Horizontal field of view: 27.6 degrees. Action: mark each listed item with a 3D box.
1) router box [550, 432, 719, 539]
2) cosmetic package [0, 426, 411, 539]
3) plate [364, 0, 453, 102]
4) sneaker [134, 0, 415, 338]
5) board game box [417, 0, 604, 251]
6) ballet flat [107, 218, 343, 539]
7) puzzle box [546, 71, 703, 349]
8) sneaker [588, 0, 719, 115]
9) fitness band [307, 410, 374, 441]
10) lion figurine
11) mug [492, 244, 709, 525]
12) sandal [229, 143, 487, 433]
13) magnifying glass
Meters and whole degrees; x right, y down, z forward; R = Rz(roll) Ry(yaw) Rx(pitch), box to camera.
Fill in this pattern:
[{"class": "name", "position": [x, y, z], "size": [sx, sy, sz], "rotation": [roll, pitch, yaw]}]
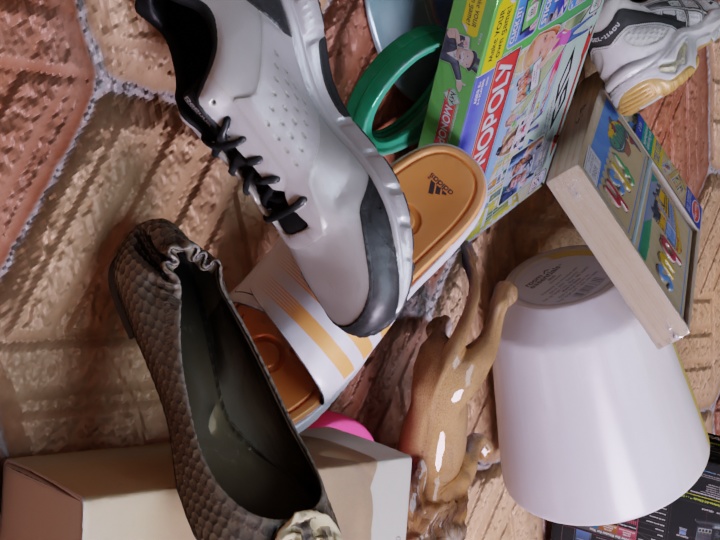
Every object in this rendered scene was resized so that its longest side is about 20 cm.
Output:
[{"class": "router box", "position": [0.247, 0.202, 1.133], "size": [0.062, 0.198, 0.151], "rotation": [-21, 119, -57]}, {"class": "cosmetic package", "position": [-0.071, 0.138, 0.705], "size": [0.199, 0.071, 0.106], "rotation": [-2, 100, -43]}, {"class": "plate", "position": [0.067, -0.196, 0.874], "size": [0.200, 0.025, 0.202], "rotation": [-27, 123, -50]}, {"class": "sneaker", "position": [-0.043, -0.058, 0.679], "size": [0.080, 0.074, 0.201], "rotation": [-23, 87, -40]}, {"class": "board game box", "position": [0.086, -0.105, 0.864], "size": [0.134, 0.029, 0.201], "rotation": [-37, 152, -40]}, {"class": "ballet flat", "position": [-0.056, 0.062, 0.654], "size": [0.067, 0.046, 0.201], "rotation": [-6, 62, -44]}, {"class": "puzzle box", "position": [0.182, -0.048, 0.981], "size": [0.134, 0.025, 0.200], "rotation": [54, 26, -14]}, {"class": "sneaker", "position": [0.207, -0.184, 1.045], "size": [0.088, 0.075, 0.200], "rotation": [55, 29, -8]}, {"class": "fitness band", "position": [-0.047, 0.176, 0.831], "size": [0.144, 0.037, 0.202], "rotation": [38, 71, -55]}, {"class": "lion figurine", "position": [0.049, 0.095, 0.887], "size": [0.123, 0.072, 0.202], "rotation": [-49, 141, -63]}, {"class": "mug", "position": [0.155, 0.060, 1.026], "size": [0.187, 0.148, 0.154], "rotation": [-86, 161, -62]}, {"class": "sandal", "position": [-0.006, -0.006, 0.758], "size": [0.207, 0.079, 0.059], "rotation": [-48, 170, -23]}, {"class": "magnifying glass", "position": [0.053, -0.100, 0.872], "size": [0.080, 0.022, 0.200], "rotation": [-54, 159, 17]}]
